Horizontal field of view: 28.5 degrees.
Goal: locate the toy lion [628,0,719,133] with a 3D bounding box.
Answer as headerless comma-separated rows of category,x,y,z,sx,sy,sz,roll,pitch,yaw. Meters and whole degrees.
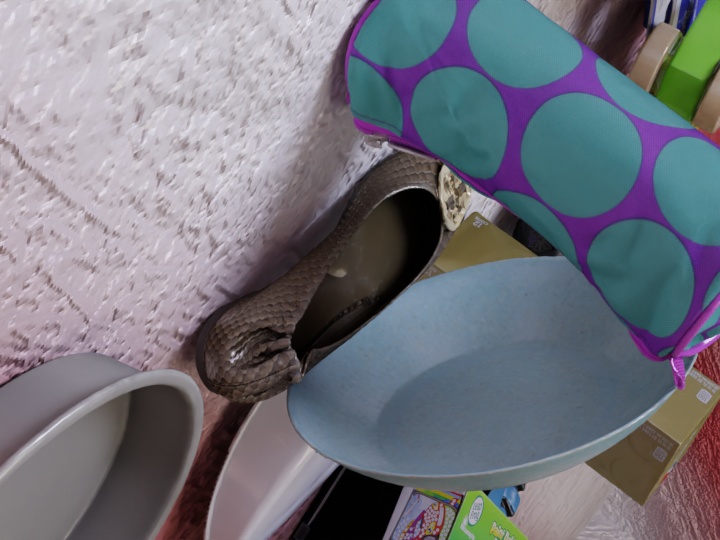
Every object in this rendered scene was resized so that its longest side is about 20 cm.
toy lion,0.218,-0.105,0.973,0.192,0.068,0.201,-51,163,-44

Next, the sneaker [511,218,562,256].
sneaker,0.121,0.004,1.002,0.201,0.075,0.088,-65,153,-42

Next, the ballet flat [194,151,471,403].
ballet flat,0.000,0.000,0.703,0.200,0.046,0.068,-39,120,-36

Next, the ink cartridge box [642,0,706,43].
ink cartridge box,0.228,-0.229,0.920,0.200,0.047,0.198,-49,163,-8

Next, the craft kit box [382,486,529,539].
craft kit box,0.047,0.243,0.865,0.199,0.048,0.200,-64,149,-16

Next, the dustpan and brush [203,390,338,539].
dustpan and brush,-0.032,0.069,0.788,0.139,0.057,0.201,-41,165,-42

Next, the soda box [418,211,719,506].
soda box,0.124,0.053,0.900,0.064,0.199,0.068,-38,157,-40

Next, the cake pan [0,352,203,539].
cake pan,-0.143,0.114,0.580,0.200,0.037,0.201,-48,162,-21

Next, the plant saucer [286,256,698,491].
plant saucer,0.064,0.055,0.679,0.201,0.199,0.039,-39,124,-41

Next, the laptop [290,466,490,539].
laptop,0.043,0.161,1.037,0.188,0.115,0.200,-57,163,12

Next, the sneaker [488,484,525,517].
sneaker,0.099,0.095,1.107,0.073,0.081,0.202,26,82,-48

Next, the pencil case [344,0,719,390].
pencil case,0.087,-0.047,0.614,0.093,0.199,0.085,-53,163,8
